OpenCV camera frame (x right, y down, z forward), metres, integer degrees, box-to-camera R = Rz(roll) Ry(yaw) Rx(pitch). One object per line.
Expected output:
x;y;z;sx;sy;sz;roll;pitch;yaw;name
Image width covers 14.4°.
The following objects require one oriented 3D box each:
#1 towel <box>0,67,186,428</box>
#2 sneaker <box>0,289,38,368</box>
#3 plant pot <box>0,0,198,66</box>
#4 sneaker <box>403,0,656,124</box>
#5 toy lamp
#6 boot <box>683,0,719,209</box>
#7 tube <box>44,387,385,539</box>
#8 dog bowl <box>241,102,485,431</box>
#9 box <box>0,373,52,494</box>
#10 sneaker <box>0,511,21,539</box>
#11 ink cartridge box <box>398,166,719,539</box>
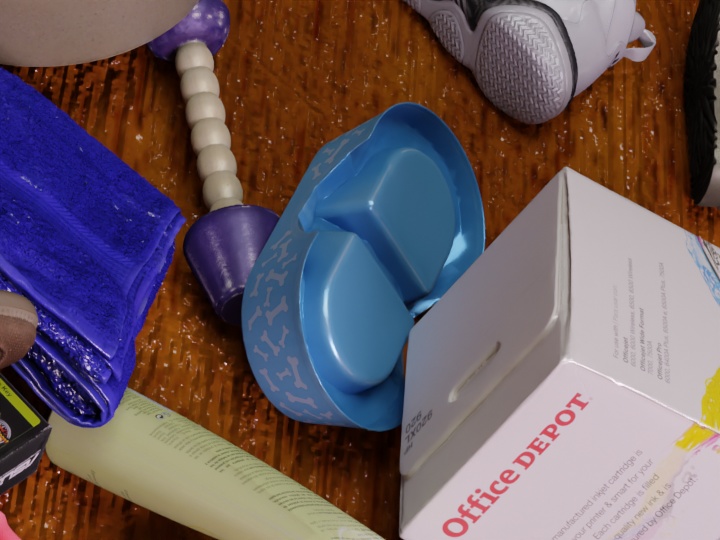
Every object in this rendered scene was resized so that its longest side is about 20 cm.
-0.154;-0.021;1.394;0.148;0.050;0.200;45;20;-14;towel
-0.233;0.056;1.230;0.200;0.070;0.076;-7;76;-23;sneaker
-0.170;-0.244;1.506;0.187;0.200;0.187;2;44;-2;plant pot
0.087;-0.182;1.680;0.115;0.075;0.200;-25;71;-36;sneaker
-0.076;-0.060;1.523;0.058;0.058;0.200;2;54;-21;toy lamp
0.295;-0.089;1.691;0.200;0.073;0.182;8;64;-8;boot
-0.062;0.108;1.350;0.200;0.052;0.058;23;48;28;tube
0.000;0.000;1.482;0.112;0.050;0.200;56;40;-28;dog bowl
-0.283;0.062;1.350;0.200;0.048;0.193;44;48;15;box
-0.136;0.186;1.272;0.200;0.090;0.078;46;49;2;sneaker
0.139;0.077;1.404;0.200;0.147;0.145;27;38;-20;ink cartridge box
